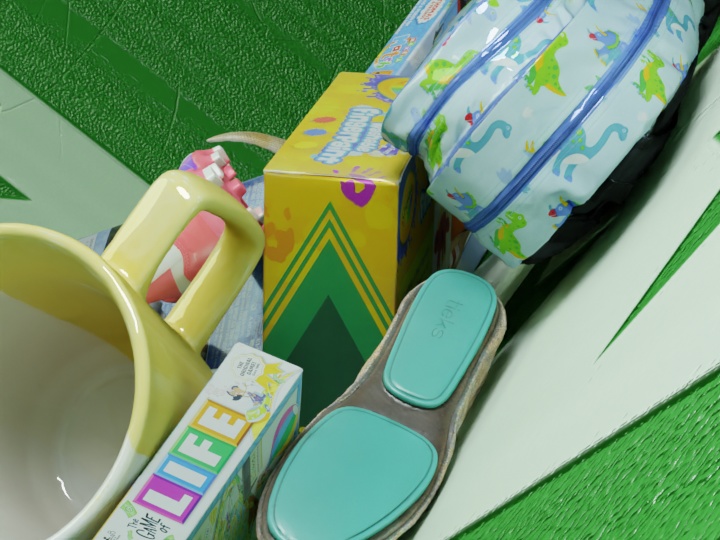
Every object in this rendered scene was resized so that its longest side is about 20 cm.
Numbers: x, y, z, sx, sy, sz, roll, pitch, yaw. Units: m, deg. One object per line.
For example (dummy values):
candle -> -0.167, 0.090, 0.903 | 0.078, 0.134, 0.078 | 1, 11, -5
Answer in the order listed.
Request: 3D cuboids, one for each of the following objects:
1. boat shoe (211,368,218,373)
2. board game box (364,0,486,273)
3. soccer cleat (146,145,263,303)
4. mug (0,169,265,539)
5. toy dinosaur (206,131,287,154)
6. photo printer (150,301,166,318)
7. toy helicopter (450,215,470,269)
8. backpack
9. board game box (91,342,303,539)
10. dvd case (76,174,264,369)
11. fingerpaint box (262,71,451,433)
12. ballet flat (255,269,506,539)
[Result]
boat shoe -> -0.080, 0.154, 1.138 | 0.070, 0.070, 0.202 | 32, -114, -66
board game box -> 0.055, -0.087, 1.441 | 0.036, 0.152, 0.200 | -1, 39, 36
soccer cleat -> -0.089, -0.019, 1.128 | 0.076, 0.067, 0.200 | -37, 4, 2
mug -> -0.116, 0.063, 0.977 | 0.186, 0.150, 0.153 | -24, -21, 13
toy dinosaur -> 0.000, -0.055, 1.445 | 0.058, 0.200, 0.101 | -27, 26, 46
photo printer -> -0.204, 0.097, 1.210 | 0.166, 0.069, 0.201 | 2, 67, 42
toy helicopter -> 0.037, 0.004, 1.311 | 0.132, 0.078, 0.201 | 0, -66, -80
backpack -> 0.091, -0.083, 1.059 | 0.163, 0.154, 0.200 | -41, 21, 26
board game box -> -0.075, 0.148, 0.971 | 0.135, 0.034, 0.201 | -54, -21, -41
dvd case -> -0.113, 0.023, 1.251 | 0.199, 0.018, 0.143 | -17, 49, 33
fingerpaint box -> 0.000, 0.000, 1.155 | 0.200, 0.073, 0.168 | -62, -25, -68
ballet flat -> 0.013, 0.083, 0.992 | 0.200, 0.068, 0.068 | -50, -19, -41
